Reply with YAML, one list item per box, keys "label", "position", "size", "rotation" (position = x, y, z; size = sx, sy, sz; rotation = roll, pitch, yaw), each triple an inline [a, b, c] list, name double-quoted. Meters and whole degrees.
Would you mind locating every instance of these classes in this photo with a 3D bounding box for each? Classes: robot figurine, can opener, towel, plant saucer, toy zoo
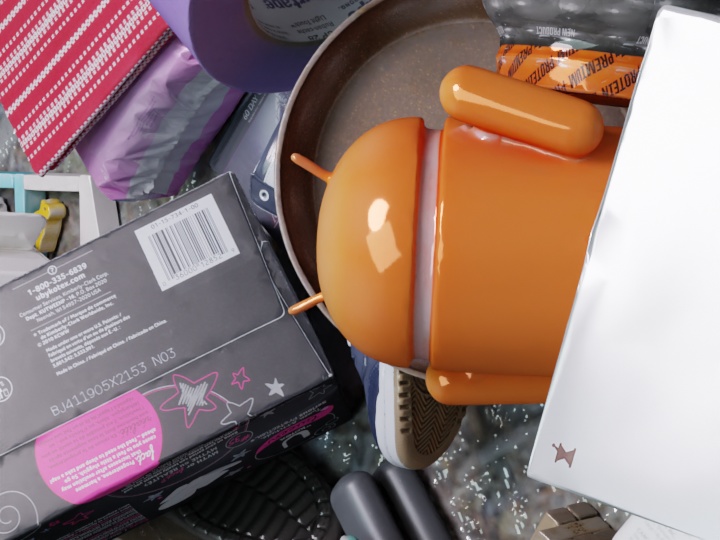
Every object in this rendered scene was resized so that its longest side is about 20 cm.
- label: "robot figurine"
  position: [0.067, -0.012, 0.972]
  size: [0.199, 0.144, 0.117]
  rotation: [3, 70, 3]
- label: "can opener"
  position: [0.053, 0.182, 1.118]
  size: [0.201, 0.053, 0.067]
  rotation: [62, 147, 19]
- label: "towel"
  position: [-0.175, -0.173, 1.210]
  size: [0.145, 0.022, 0.201]
  rotation: [-44, 63, 33]
- label: "plant saucer"
  position: [0.058, -0.043, 1.051]
  size: [0.199, 0.034, 0.202]
  rotation: [0, 85, -1]
- label: "toy zoo"
  position: [-0.207, 0.004, 1.356]
  size: [0.199, 0.020, 0.132]
  rotation: [4, 96, 41]

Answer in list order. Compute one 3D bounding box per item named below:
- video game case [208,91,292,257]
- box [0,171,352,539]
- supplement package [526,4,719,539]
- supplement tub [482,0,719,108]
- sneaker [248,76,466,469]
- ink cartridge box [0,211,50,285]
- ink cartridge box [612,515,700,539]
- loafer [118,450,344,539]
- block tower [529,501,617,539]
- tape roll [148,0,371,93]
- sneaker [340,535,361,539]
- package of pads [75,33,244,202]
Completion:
- label: "video game case"
  position: [0.009, -0.049, 1.168]
  size: [0.200, 0.019, 0.143]
  rotation: [48, 121, 27]
- label: "box"
  position: [-0.123, 0.057, 1.165]
  size: [0.199, 0.115, 0.133]
  rotation: [-26, 74, -3]
- label: "supplement package"
  position: [0.198, 0.017, 0.865]
  size: [0.147, 0.200, 0.192]
  rotation: [18, 95, 35]
- label: "supplement tub"
  position: [0.120, -0.176, 0.982]
  size: [0.122, 0.122, 0.201]
  rotation: [10, 94, 40]
- label: "sneaker"
  position: [0.000, 0.000, 1.120]
  size: [0.108, 0.070, 0.201]
  rotation: [-1, 86, 36]
- label: "ink cartridge box"
  position: [-0.256, 0.055, 1.285]
  size: [0.125, 0.128, 0.201]
  rotation: [29, 113, 59]
- label: "ink cartridge box"
  position: [0.232, 0.110, 0.980]
  size: [0.200, 0.047, 0.160]
  rotation: [-51, 61, 17]
- label: "loafer"
  position: [-0.086, 0.137, 1.242]
  size: [0.199, 0.073, 0.071]
  rotation: [16, 140, 37]
- label: "block tower"
  position: [0.149, 0.200, 1.042]
  size: [0.200, 0.054, 0.058]
  rotation: [43, 120, 31]
- label: "tape roll"
  position: [-0.023, -0.189, 1.064]
  size: [0.085, 0.199, 0.200]
  rotation: [51, 123, 25]
- label: "sneaker"
  position: [-0.019, 0.235, 1.134]
  size: [0.078, 0.091, 0.201]
  rotation: [37, 143, 58]
- label: "package of pads"
  position: [-0.140, -0.151, 1.243]
  size: [0.121, 0.075, 0.200]
  rotation: [-50, 58, 32]
